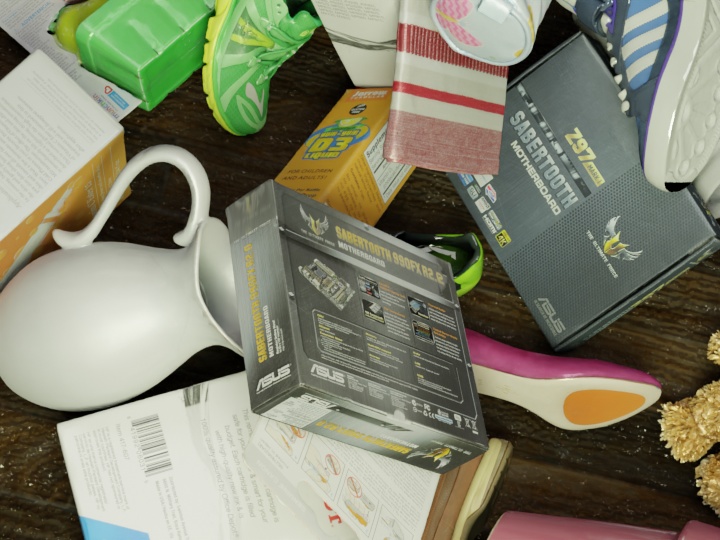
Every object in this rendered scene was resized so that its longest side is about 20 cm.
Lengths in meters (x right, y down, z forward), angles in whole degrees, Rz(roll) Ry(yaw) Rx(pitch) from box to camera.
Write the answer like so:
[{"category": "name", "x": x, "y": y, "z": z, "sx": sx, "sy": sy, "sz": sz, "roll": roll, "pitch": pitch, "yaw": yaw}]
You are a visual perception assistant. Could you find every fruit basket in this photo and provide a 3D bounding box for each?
[{"category": "fruit basket", "x": -0.203, "y": -0.231, "z": 1.371, "sx": 0.199, "sy": 0.094, "sz": 0.185, "roll": 37, "pitch": 70, "yaw": 25}]

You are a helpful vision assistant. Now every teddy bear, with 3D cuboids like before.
[{"category": "teddy bear", "x": 0.325, "y": 0.103, "z": 1.293, "sx": 0.198, "sy": 0.067, "sz": 0.146, "roll": -18, "pitch": 75, "yaw": -10}]

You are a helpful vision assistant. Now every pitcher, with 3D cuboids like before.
[{"category": "pitcher", "x": -0.178, "y": 0.009, "z": 1.216, "sx": 0.198, "sy": 0.121, "sz": 0.173, "roll": -15, "pitch": 97, "yaw": 23}]

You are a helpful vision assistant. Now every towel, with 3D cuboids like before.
[{"category": "towel", "x": 0.069, "y": -0.176, "z": 1.253, "sx": 0.023, "sy": 0.143, "sz": 0.203, "roll": 7, "pitch": 92, "yaw": 36}]

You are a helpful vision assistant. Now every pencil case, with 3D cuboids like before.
[{"category": "pencil case", "x": 0.125, "y": -0.246, "z": 1.222, "sx": 0.083, "sy": 0.090, "sz": 0.201, "roll": 38, "pitch": 64, "yaw": -18}]

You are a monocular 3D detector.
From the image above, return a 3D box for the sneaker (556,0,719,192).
[{"category": "sneaker", "x": 0.206, "y": -0.172, "z": 1.256, "sx": 0.146, "sy": 0.080, "sz": 0.202, "roll": 19, "pitch": 105, "yaw": 42}]

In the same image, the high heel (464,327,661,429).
[{"category": "high heel", "x": 0.130, "y": 0.071, "z": 1.287, "sx": 0.197, "sy": 0.068, "sz": 0.097, "roll": -5, "pitch": 47, "yaw": 4}]

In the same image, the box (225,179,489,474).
[{"category": "box", "x": -0.001, "y": 0.043, "z": 1.154, "sx": 0.048, "sy": 0.199, "sz": 0.160, "roll": -31, "pitch": 55, "yaw": 31}]

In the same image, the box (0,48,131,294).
[{"category": "box", "x": -0.280, "y": -0.049, "z": 1.264, "sx": 0.097, "sy": 0.125, "sz": 0.200, "roll": 42, "pitch": 72, "yaw": 10}]

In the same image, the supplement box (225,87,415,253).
[{"category": "supplement box", "x": -0.022, "y": -0.061, "z": 1.280, "sx": 0.066, "sy": 0.069, "sz": 0.200, "roll": 1, "pitch": 38, "yaw": 34}]

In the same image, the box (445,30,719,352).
[{"category": "box", "x": 0.170, "y": -0.061, "z": 1.308, "sx": 0.157, "sy": 0.051, "sz": 0.201, "roll": -35, "pitch": 74, "yaw": 19}]

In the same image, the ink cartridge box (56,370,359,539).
[{"category": "ink cartridge box", "x": -0.109, "y": 0.163, "z": 1.223, "sx": 0.198, "sy": 0.084, "sz": 0.147, "roll": -14, "pitch": 71, "yaw": -11}]

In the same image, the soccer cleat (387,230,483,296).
[{"category": "soccer cleat", "x": 0.000, "y": 0.000, "z": 1.294, "sx": 0.198, "sy": 0.081, "sz": 0.068, "roll": -9, "pitch": 71, "yaw": -8}]

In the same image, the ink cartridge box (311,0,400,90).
[{"category": "ink cartridge box", "x": 0.041, "y": -0.229, "z": 1.311, "sx": 0.082, "sy": 0.200, "sz": 0.148, "roll": 16, "pitch": 67, "yaw": 27}]

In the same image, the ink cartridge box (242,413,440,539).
[{"category": "ink cartridge box", "x": -0.017, "y": 0.125, "z": 1.154, "sx": 0.161, "sy": 0.050, "sz": 0.201, "roll": 47, "pitch": 36, "yaw": -18}]

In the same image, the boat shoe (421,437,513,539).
[{"category": "boat shoe", "x": 0.047, "y": 0.203, "z": 1.233, "sx": 0.067, "sy": 0.072, "sz": 0.201, "roll": 23, "pitch": 61, "yaw": 13}]

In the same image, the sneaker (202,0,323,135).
[{"category": "sneaker", "x": -0.073, "y": -0.190, "z": 1.302, "sx": 0.083, "sy": 0.202, "sz": 0.074, "roll": 19, "pitch": 33, "yaw": 11}]

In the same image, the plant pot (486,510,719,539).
[{"category": "plant pot", "x": 0.167, "y": 0.258, "z": 1.167, "sx": 0.177, "sy": 0.200, "sz": 0.202, "roll": 17, "pitch": 68, "yaw": 18}]

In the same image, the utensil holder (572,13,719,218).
[{"category": "utensil holder", "x": 0.287, "y": -0.171, "z": 1.338, "sx": 0.169, "sy": 0.170, "sz": 0.201, "roll": -29, "pitch": 72, "yaw": -14}]
